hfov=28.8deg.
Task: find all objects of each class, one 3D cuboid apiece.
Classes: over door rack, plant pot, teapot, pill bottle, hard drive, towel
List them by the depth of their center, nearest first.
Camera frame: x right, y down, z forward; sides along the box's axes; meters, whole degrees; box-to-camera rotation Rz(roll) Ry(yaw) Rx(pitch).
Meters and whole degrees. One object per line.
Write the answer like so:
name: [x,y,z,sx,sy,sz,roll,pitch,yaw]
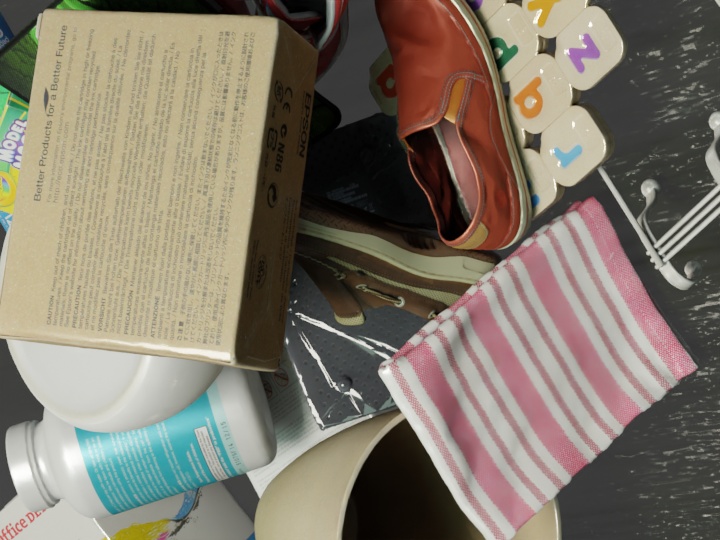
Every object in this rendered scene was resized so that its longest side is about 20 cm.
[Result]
over door rack: [0.198,-0.112,0.884,0.201,0.066,0.148,55,129,17]
towel: [0.122,0.065,0.931,0.147,0.199,0.030,55,161,-10]
teapot: [-0.151,0.016,0.991,0.198,0.145,0.200,23,109,34]
plant pot: [0.009,0.188,1.003,0.199,0.186,0.189,-10,108,56]
hard drive: [0.000,0.000,1.012,0.133,0.042,0.203,-19,84,10]
pill bottle: [-0.172,0.126,1.098,0.197,0.111,0.112,-18,105,-1]

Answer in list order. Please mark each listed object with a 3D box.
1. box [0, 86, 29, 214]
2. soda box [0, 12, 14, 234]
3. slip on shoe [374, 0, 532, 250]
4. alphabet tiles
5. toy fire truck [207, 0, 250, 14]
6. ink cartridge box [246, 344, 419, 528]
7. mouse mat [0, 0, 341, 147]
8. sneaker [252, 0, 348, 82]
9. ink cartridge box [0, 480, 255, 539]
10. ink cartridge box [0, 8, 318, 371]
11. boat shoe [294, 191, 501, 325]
box: [-0.203,-0.077,1.040,0.198,0.049,0.118,21,138,-17]
soda box: [-0.306,-0.136,1.178,0.067,0.064,0.202,-26,97,36]
slip on shoe: [0.052,-0.107,0.912,0.074,0.061,0.203,-21,87,48]
alphabet tiles: [0.085,-0.136,0.922,0.195,0.015,0.201,-43,73,44]
toy fire truck: [-0.148,-0.148,1.062,0.168,0.113,0.199,42,131,-22]
ink cartridge box: [-0.041,0.121,1.155,0.162,0.050,0.202,-37,76,38]
mouse mat: [-0.131,-0.119,0.946,0.160,0.008,0.199,-30,128,34]
sneaker: [-0.045,-0.165,0.916,0.071,0.113,0.201,27,141,0]
ink cartridge box: [-0.201,0.244,1.234,0.147,0.144,0.201,-38,90,38]
ink cartridge box: [-0.121,-0.049,0.844,0.163,0.075,0.203,6,85,21]
boat shoe: [-0.002,0.001,0.921,0.200,0.075,0.076,15,100,-22]
